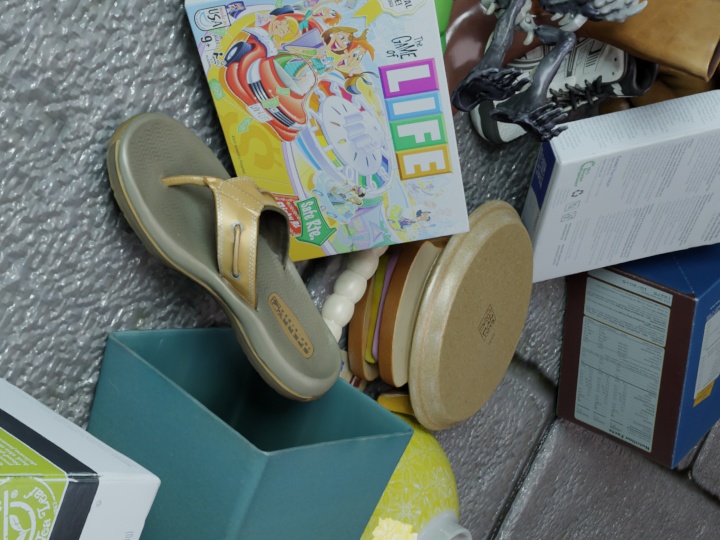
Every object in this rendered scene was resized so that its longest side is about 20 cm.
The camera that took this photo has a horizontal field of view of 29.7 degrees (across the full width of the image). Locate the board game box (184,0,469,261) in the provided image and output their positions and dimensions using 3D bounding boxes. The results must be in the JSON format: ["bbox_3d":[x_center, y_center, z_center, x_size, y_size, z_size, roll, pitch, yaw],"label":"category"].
[{"bbox_3d":[-0.014,-0.094,0.802,0.034,0.134,0.200,-96,174,-46],"label":"board game box"}]

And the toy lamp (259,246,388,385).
[{"bbox_3d":[0.000,0.000,0.937,0.201,0.058,0.058,-64,148,-9],"label":"toy lamp"}]

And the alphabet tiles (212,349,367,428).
[{"bbox_3d":[-0.056,0.131,0.994,0.200,0.006,0.167,24,90,-58],"label":"alphabet tiles"}]

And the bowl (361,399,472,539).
[{"bbox_3d":[0.021,0.213,1.053,0.200,0.107,0.201,-40,142,-40],"label":"bowl"}]

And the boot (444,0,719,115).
[{"bbox_3d":[0.151,-0.156,0.923,0.189,0.200,0.069,-54,146,-18],"label":"boot"}]

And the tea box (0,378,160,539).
[{"bbox_3d":[-0.231,0.159,0.638,0.197,0.133,0.201,12,100,-57],"label":"tea box"}]

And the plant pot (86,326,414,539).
[{"bbox_3d":[-0.092,0.156,0.838,0.141,0.141,0.201,1,116,-52],"label":"plant pot"}]

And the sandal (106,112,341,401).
[{"bbox_3d":[-0.064,-0.012,0.777,0.200,0.054,0.080,54,39,-17],"label":"sandal"}]

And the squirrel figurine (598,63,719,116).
[{"bbox_3d":[0.290,-0.191,1.105,0.142,0.200,0.187,-50,153,-16],"label":"squirrel figurine"}]

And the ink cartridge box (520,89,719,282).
[{"bbox_3d":[0.231,-0.067,1.093,0.199,0.041,0.200,-11,153,-9],"label":"ink cartridge box"}]

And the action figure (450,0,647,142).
[{"bbox_3d":[0.119,-0.184,0.843,0.119,0.102,0.201,32,62,-40],"label":"action figure"}]

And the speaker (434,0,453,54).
[{"bbox_3d":[0.026,-0.213,0.817,0.088,0.088,0.201,-13,121,-52],"label":"speaker"}]

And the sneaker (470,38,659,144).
[{"bbox_3d":[0.165,-0.150,0.991,0.200,0.088,0.076,-42,144,25],"label":"sneaker"}]

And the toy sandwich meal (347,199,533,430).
[{"bbox_3d":[0.065,0.032,1.054,0.205,0.070,0.206,-39,139,-47],"label":"toy sandwich meal"}]

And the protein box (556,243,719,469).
[{"bbox_3d":[0.308,0.046,1.343,0.198,0.135,0.201,-34,136,-40],"label":"protein box"}]
